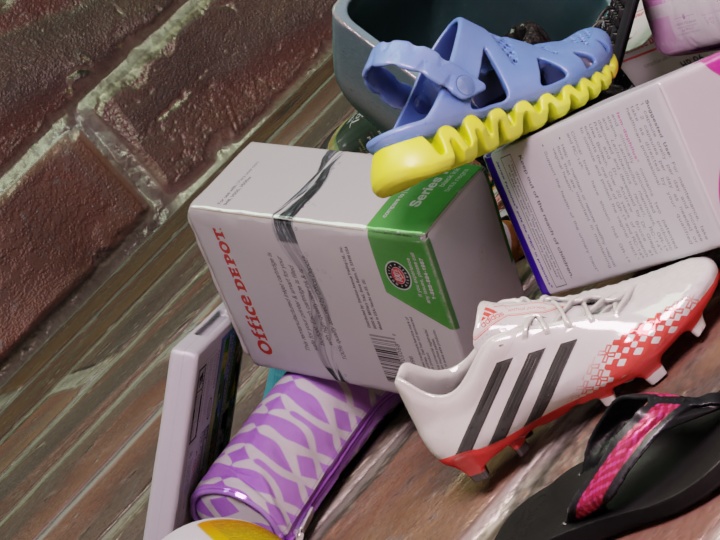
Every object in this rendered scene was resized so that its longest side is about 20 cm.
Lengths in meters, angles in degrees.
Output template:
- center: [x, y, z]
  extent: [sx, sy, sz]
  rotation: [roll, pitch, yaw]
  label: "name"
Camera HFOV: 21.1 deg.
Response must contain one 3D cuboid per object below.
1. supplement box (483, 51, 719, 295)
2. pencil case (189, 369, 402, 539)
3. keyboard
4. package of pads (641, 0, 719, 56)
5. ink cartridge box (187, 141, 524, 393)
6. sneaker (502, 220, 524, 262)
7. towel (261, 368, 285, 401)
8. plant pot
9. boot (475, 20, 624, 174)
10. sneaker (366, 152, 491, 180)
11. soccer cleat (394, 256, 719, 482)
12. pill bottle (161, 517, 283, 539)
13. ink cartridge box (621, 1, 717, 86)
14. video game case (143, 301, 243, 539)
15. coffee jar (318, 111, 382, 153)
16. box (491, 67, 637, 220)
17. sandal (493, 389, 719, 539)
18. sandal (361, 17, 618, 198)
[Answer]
- center: [0.177, -0.061, 1.156]
  extent: [0.101, 0.104, 0.200]
  rotation: [-24, 1, -26]
  label: "supplement box"
- center: [-0.039, 0.122, 1.346]
  extent: [0.085, 0.084, 0.200]
  rotation: [9, 44, 29]
  label: "pencil case"
- center: [0.161, -0.125, 1.411]
  extent: [0.104, 0.039, 0.201]
  rotation: [-75, -1, -72]
  label: "keyboard"
- center: [0.285, -0.197, 1.326]
  extent: [0.120, 0.076, 0.200]
  rotation: [-14, 4, -15]
  label: "package of pads"
- center: [0.000, 0.000, 1.291]
  extent: [0.199, 0.147, 0.083]
  rotation: [9, 44, 35]
  label: "ink cartridge box"
- center: [0.057, 0.028, 1.452]
  extent: [0.084, 0.073, 0.200]
  rotation: [-6, -27, -40]
  label: "sneaker"
- center: [-0.046, 0.051, 1.557]
  extent: [0.200, 0.022, 0.148]
  rotation: [-174, 90, -76]
  label: "towel"
- center: [0.093, -0.194, 1.802]
  extent: [0.196, 0.196, 0.200]
  rotation: [-47, -10, -23]
  label: "plant pot"
- center: [0.169, -0.117, 1.302]
  extent: [0.211, 0.158, 0.079]
  rotation: [-41, 7, 15]
  label: "boot"
- center: [0.020, -0.079, 1.617]
  extent: [0.199, 0.072, 0.113]
  rotation: [-12, 15, 12]
  label: "sneaker"
- center: [0.110, 0.041, 1.096]
  extent: [0.200, 0.085, 0.069]
  rotation: [-35, 13, 20]
  label: "soccer cleat"
- center: [-0.072, 0.199, 1.079]
  extent: [0.111, 0.111, 0.200]
  rotation: [-44, 11, -9]
  label: "pill bottle"
- center: [0.271, -0.206, 1.530]
  extent: [0.200, 0.068, 0.116]
  rotation: [-46, 12, -21]
  label: "ink cartridge box"
- center: [-0.118, 0.133, 1.350]
  extent: [0.182, 0.022, 0.201]
  rotation: [-52, -28, -77]
  label: "video game case"
- center: [0.041, -0.150, 2.075]
  extent: [0.200, 0.085, 0.104]
  rotation: [-33, 14, 42]
  label: "coffee jar"
- center: [0.137, -0.071, 1.566]
  extent: [0.136, 0.038, 0.200]
  rotation: [-28, 18, 52]
  label: "box"
- center: [0.127, 0.095, 0.951]
  extent: [0.200, 0.045, 0.075]
  rotation: [-35, 13, 35]
  label: "sandal"
- center: [0.077, -0.118, 1.181]
  extent: [0.199, 0.087, 0.079]
  rotation: [-25, 1, -35]
  label: "sandal"
